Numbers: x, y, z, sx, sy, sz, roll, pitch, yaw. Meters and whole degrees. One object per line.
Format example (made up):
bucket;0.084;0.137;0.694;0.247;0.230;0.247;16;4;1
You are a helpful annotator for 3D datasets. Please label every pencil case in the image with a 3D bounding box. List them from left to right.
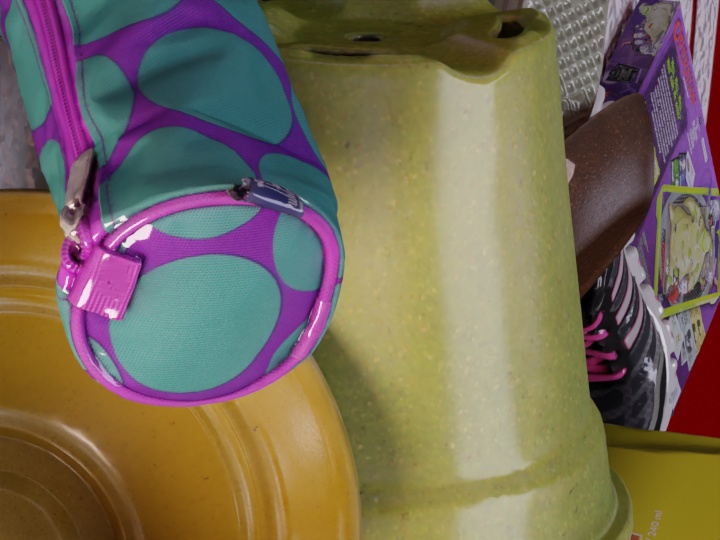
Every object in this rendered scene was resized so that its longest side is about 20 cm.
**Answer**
pencil case;-0.069;-0.057;0.866;0.092;0.085;0.200;21;33;-37

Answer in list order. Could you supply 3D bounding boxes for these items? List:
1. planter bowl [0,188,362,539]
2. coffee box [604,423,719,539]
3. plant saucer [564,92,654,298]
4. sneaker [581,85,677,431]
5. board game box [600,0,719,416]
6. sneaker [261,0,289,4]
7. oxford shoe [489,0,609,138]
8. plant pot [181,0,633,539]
planter bowl;-0.106;0.083;0.883;0.083;0.200;0.201;-44;-159;59
coffee box;0.122;0.204;1.294;0.200;0.199;0.198;-68;150;-29
plant saucer;0.060;0.011;1.176;0.200;0.037;0.200;-45;170;-10
sneaker;0.099;0.014;1.349;0.087;0.073;0.201;-43;128;-54
board game box;0.158;-0.032;1.509;0.120;0.032;0.201;-58;145;-34
sneaker;-0.011;-0.100;1.096;0.200;0.070;0.076;-21;116;-61
oxford shoe;0.077;-0.137;1.171;0.075;0.058;0.201;29;66;-31
plant pot;0.000;0.000;0.984;0.200;0.199;0.185;-32;127;-58
